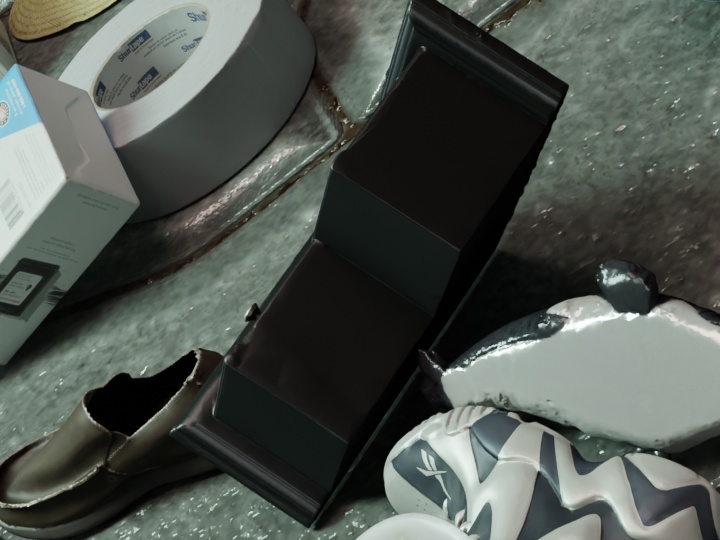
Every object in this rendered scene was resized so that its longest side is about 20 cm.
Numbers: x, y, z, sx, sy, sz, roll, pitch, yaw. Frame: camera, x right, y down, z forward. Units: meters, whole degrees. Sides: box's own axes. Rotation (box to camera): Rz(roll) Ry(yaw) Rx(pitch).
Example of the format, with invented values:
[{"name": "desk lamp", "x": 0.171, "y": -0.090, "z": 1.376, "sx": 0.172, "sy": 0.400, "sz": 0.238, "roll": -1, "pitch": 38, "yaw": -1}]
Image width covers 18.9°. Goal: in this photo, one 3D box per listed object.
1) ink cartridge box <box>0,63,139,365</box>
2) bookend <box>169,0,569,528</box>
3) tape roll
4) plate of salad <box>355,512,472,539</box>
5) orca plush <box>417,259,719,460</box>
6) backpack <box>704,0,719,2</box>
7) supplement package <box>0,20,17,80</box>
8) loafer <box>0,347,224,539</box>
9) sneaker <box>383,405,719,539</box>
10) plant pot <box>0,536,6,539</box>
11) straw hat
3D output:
[{"name": "ink cartridge box", "x": -0.246, "y": -0.023, "z": 1.446, "sx": 0.200, "sy": 0.066, "sz": 0.116, "roll": -47, "pitch": 50, "yaw": 23}, {"name": "bookend", "x": 0.000, "y": 0.000, "z": 1.089, "sx": 0.201, "sy": 0.092, "sz": 0.199, "roll": -55, "pitch": -7, "yaw": -22}, {"name": "tape roll", "x": -0.130, "y": -0.129, "z": 1.520, "sx": 0.199, "sy": 0.066, "sz": 0.201, "roll": -29, "pitch": 32, "yaw": 20}, {"name": "plate of salad", "x": 0.004, "y": 0.200, "z": 0.899, "sx": 0.200, "sy": 0.048, "sz": 0.202, "roll": -30, "pitch": 54, "yaw": 54}, {"name": "orca plush", "x": 0.125, "y": 0.055, "z": 1.039, "sx": 0.199, "sy": 0.071, "sz": 0.106, "roll": -25, "pitch": 77, "yaw": 41}, {"name": "backpack", "x": 0.209, "y": -0.244, "z": 1.215, "sx": 0.182, "sy": 0.147, "sz": 0.201, "roll": -26, "pitch": 29, "yaw": 23}, {"name": "supplement package", "x": -0.407, "y": -0.167, "z": 1.786, "sx": 0.199, "sy": 0.151, "sz": 0.152, "roll": -37, "pitch": 32, "yaw": 4}, {"name": "loafer", "x": -0.142, "y": 0.091, "z": 1.247, "sx": 0.199, "sy": 0.071, "sz": 0.073, "roll": -26, "pitch": 34, "yaw": 23}, {"name": "sneaker", "x": 0.058, "y": 0.138, "z": 0.960, "sx": 0.198, "sy": 0.080, "sz": 0.130, "roll": 14, "pitch": 50, "yaw": 42}, {"name": "plant pot", "x": -0.205, "y": 0.241, "z": 1.068, "sx": 0.201, "sy": 0.141, "sz": 0.141, "roll": -54, "pitch": 33, "yaw": -7}, {"name": "straw hat", "x": -0.247, "y": -0.293, "z": 1.836, "sx": 0.200, "sy": 0.085, "sz": 0.202, "roll": -28, "pitch": 34, "yaw": 20}]
